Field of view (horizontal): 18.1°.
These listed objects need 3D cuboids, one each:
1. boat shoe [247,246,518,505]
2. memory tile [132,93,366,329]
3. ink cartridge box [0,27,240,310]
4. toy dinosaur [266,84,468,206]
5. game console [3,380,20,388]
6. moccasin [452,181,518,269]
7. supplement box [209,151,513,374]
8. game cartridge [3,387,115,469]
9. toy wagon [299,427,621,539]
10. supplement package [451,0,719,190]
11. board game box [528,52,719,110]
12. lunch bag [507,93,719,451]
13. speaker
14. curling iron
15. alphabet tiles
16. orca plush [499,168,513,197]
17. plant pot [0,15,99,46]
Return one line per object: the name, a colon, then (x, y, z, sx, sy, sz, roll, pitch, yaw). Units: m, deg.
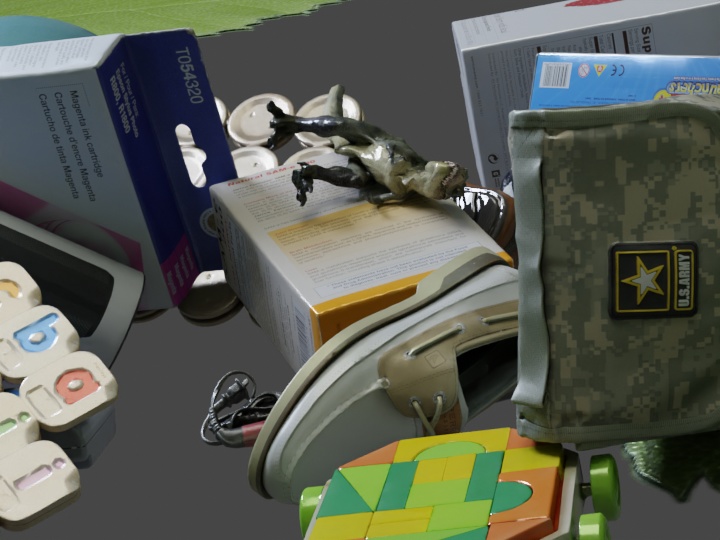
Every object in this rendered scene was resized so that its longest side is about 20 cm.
boat shoe: (0.028, 0.062, 1.204, 0.068, 0.075, 0.200, 34, 59, 29)
memory tile: (-0.082, -0.043, 1.534, 0.153, 0.017, 0.200, 0, 51, 19)
ink cartridge box: (-0.180, -0.055, 1.429, 0.200, 0.196, 0.043, -4, 40, 13)
toy dinosaur: (-0.008, -0.075, 1.393, 0.088, 0.048, 0.200, -3, 23, -26)
game console: (-0.297, 0.026, 1.370, 0.118, 0.171, 0.200, -35, -8, 3)
moccasin: (0.044, -0.039, 1.534, 0.201, 0.074, 0.078, 10, -14, 42)
supplement box: (0.000, 0.000, 1.377, 0.126, 0.074, 0.200, -16, 29, -15)
game cartridge: (-0.245, 0.097, 1.291, 0.200, 0.041, 0.133, -6, 3, 2)
toy wagon: (0.039, 0.128, 1.047, 0.155, 0.040, 0.200, -8, 17, 11)
supplement package: (0.178, -0.138, 1.691, 0.200, 0.120, 0.121, -10, 16, 2)
board game box: (0.247, -0.094, 1.474, 0.196, 0.056, 0.200, 11, -3, -44)
lunch bag: (0.151, -0.005, 1.130, 0.118, 0.164, 0.200, 5, 9, 44)
speaker: (-0.240, -0.002, 1.405, 0.200, 0.081, 0.081, 25, 11, -13)
curling iron: (0.009, 0.070, 1.262, 0.200, 0.026, 0.050, -7, 52, -3)
alphabet tiles: (-0.241, 0.075, 1.218, 0.196, 0.015, 0.200, -30, 56, -22)
orca plush: (0.165, -0.030, 1.493, 0.200, 0.071, 0.105, 8, -20, 35)
plant pot: (-0.242, -0.055, 1.579, 0.200, 0.201, 0.161, -8, 28, 10)
